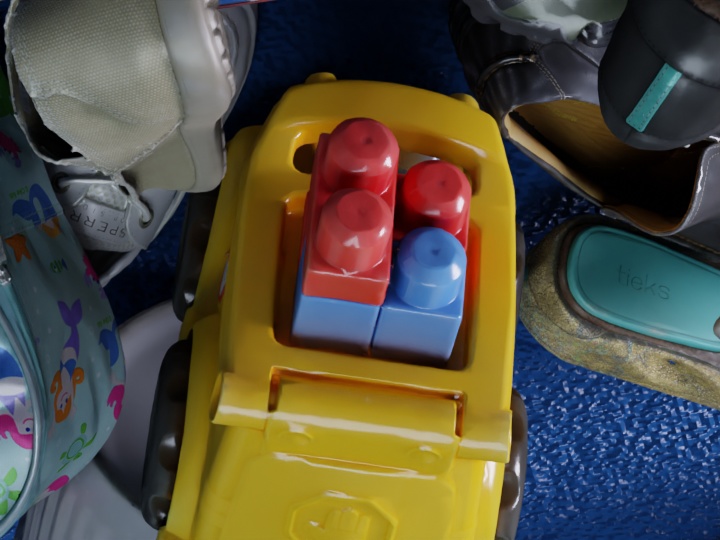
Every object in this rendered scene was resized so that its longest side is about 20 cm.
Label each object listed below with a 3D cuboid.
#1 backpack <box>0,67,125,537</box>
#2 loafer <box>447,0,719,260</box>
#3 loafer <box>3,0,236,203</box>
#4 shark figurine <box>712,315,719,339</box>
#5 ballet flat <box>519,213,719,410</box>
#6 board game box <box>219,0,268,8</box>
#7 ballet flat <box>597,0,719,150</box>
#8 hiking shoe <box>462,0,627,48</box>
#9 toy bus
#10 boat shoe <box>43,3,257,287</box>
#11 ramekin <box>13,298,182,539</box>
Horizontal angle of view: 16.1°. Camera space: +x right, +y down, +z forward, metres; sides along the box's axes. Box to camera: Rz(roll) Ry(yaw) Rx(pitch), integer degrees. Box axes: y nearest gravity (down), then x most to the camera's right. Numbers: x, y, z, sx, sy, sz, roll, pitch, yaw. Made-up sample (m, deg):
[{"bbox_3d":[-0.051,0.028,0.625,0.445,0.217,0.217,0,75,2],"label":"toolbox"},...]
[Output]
[{"bbox_3d":[-0.188,0.017,0.919,0.177,0.151,0.201,-24,101,23],"label":"backpack"},{"bbox_3d":[0.112,-0.038,0.954,0.199,0.073,0.073,28,130,-27],"label":"loafer"},{"bbox_3d":[-0.080,-0.066,0.821,0.068,0.076,0.200,-8,171,-6],"label":"loafer"},{"bbox_3d":[0.244,-0.021,0.945,0.214,0.090,0.128,-45,145,14],"label":"shark figurine"},{"bbox_3d":[0.151,0.030,1.041,0.199,0.071,0.071,20,135,-19],"label":"ballet flat"},{"bbox_3d":[-0.016,-0.185,0.785,0.102,0.019,0.201,-7,113,9],"label":"board game box"},{"bbox_3d":[0.117,-0.080,0.833,0.068,0.200,0.069,37,114,12],"label":"ballet flat"},{"bbox_3d":[0.013,-0.146,0.856,0.198,0.076,0.101,11,118,-9],"label":"hiking shoe"},{"bbox_3d":[0.000,0.000,0.893,0.134,0.201,0.193,7,144,-3],"label":"toy bus"},{"bbox_3d":[-0.097,-0.035,0.969,0.070,0.070,0.200,21,133,-16],"label":"boat shoe"},{"bbox_3d":[-0.039,0.096,1.023,0.198,0.201,0.106,7,129,-5],"label":"ramekin"}]
